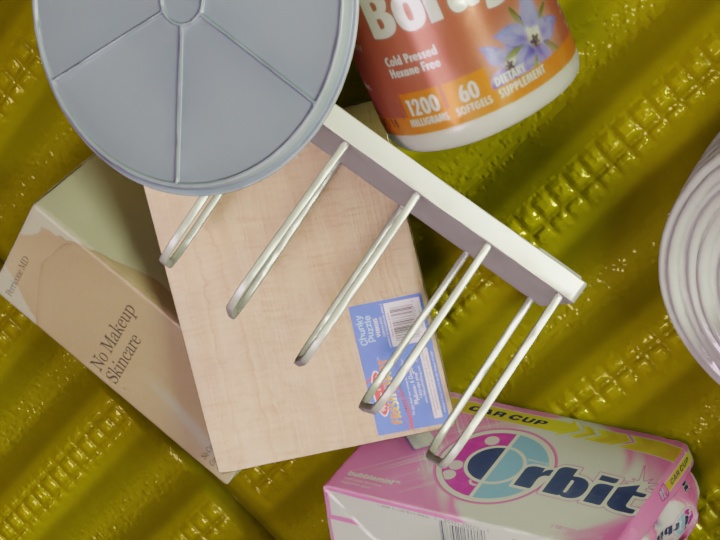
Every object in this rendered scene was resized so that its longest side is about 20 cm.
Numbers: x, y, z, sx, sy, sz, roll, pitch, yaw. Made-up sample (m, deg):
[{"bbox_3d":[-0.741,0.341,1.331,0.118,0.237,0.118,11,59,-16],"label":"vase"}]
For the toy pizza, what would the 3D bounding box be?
[{"bbox_3d":[-0.084,-0.139,1.168,0.199,0.032,0.202,4,98,29],"label":"toy pizza"}]

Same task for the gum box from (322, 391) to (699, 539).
[{"bbox_3d":[0.093,0.141,1.347,0.199,0.114,0.067,10,125,29],"label":"gum box"}]

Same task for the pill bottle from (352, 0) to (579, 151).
[{"bbox_3d":[0.029,-0.172,1.178,0.112,0.112,0.201,-10,114,38],"label":"pill bottle"}]

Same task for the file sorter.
[{"bbox_3d":[0.000,0.000,1.248,0.199,0.125,0.139,36,177,-1],"label":"file sorter"}]

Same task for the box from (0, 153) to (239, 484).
[{"bbox_3d":[-0.125,0.029,1.444,0.200,0.078,0.095,38,133,6],"label":"box"}]

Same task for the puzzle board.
[{"bbox_3d":[-0.037,0.011,1.351,0.150,0.017,0.201,-12,101,10],"label":"puzzle board"}]

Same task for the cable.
[{"bbox_3d":[0.252,0.005,1.177,0.200,0.069,0.200,48,134,-3],"label":"cable"}]
